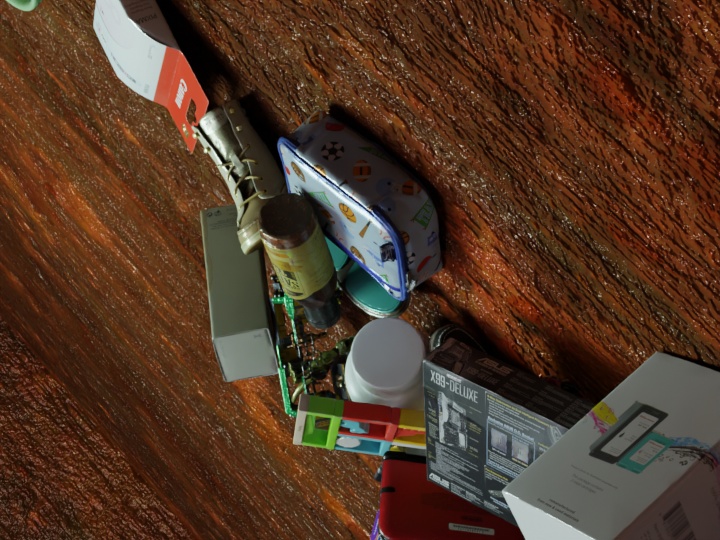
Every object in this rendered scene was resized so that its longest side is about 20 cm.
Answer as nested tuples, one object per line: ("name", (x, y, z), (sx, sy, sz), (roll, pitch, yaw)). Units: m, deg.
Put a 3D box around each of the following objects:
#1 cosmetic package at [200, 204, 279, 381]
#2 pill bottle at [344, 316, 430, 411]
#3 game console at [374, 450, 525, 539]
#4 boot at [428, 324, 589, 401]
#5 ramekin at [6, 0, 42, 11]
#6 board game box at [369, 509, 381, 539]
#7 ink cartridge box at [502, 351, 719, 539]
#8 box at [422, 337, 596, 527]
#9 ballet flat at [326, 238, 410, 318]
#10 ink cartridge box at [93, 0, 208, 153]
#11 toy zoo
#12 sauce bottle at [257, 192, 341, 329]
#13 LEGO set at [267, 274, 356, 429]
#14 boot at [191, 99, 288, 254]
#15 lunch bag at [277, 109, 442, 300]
("cosmetic package", (-0.152, 0.025, 1.899), (0.104, 0.072, 0.201), (81, 180, -52))
("pill bottle", (0.042, 0.126, 1.692), (0.111, 0.111, 0.200), (43, 169, 22))
("game console", (0.114, 0.273, 1.679), (0.198, 0.173, 0.119), (8, 133, -2))
("boot", (0.160, 0.132, 1.559), (0.201, 0.073, 0.150), (60, 154, 2))
("ramekin", (-0.414, -0.423, 1.822), (0.200, 0.097, 0.201), (43, 158, 23))
("board game box", (0.113, 0.409, 1.821), (0.198, 0.202, 0.200), (21, 163, -13))
("ink cartridge box", (0.256, 0.197, 1.281), (0.146, 0.200, 0.147), (20, 143, 56))
("box", (0.151, 0.174, 1.483), (0.199, 0.050, 0.159), (24, 132, 36))
("ballet flat", (0.000, 0.000, 1.715), (0.200, 0.068, 0.064), (35, -179, 39))
("ink cartridge box", (-0.251, -0.246, 1.786), (0.201, 0.057, 0.163), (66, 161, 11))
("toy zoo", (0.028, 0.175, 1.641), (0.198, 0.021, 0.131), (8, 158, -1))
("sauce bottle", (-0.059, -0.003, 1.632), (0.066, 0.066, 0.201), (38, 161, 32))
("LEGO set", (-0.031, 0.093, 1.802), (0.154, 0.115, 0.202), (151, 108, -72))
("boot", (-0.132, -0.109, 1.699), (0.155, 0.072, 0.200), (60, -169, -11))
("lunch bag", (0.002, -0.062, 1.574), (0.200, 0.075, 0.161), (43, 160, 26))
